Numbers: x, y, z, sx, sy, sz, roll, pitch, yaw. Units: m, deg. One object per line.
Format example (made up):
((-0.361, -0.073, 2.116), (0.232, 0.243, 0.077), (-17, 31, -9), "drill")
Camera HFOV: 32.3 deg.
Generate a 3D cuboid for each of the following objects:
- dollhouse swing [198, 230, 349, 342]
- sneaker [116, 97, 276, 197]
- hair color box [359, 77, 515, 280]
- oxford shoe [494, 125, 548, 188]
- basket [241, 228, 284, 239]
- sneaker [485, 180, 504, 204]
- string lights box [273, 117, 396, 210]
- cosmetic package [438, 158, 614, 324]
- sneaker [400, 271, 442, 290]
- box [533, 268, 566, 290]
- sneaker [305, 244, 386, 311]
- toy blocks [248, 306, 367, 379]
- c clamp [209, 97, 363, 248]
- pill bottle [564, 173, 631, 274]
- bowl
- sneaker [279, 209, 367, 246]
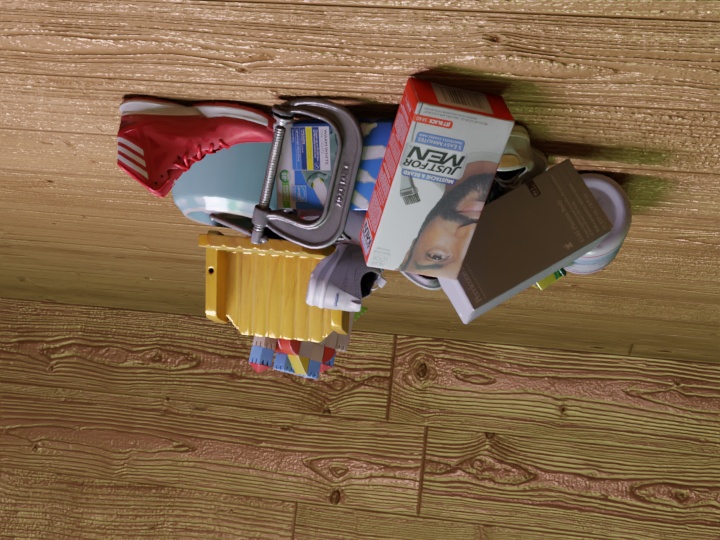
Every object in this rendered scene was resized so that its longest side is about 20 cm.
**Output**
((-0.123, 0.027, 1.704), (0.197, 0.184, 0.176), (5, -165, 8), "dollhouse swing")
((-0.197, -0.138, 1.493), (0.197, 0.117, 0.078), (5, 171, 11), "sneaker")
((0.079, -0.095, 1.337), (0.109, 0.202, 0.064), (8, -147, -15), "hair color box")
((0.183, -0.125, 1.499), (0.074, 0.059, 0.200), (0, 172, 15), "oxford shoe")
((-0.078, -0.044, 1.890), (0.197, 0.145, 0.149), (14, 172, -12), "basket")
((0.130, -0.115, 1.587), (0.079, 0.075, 0.200), (14, 171, 30), "sneaker")
((0.000, -0.124, 1.450), (0.197, 0.104, 0.059), (2, -169, 25), "string lights box")
((0.184, -0.034, 1.480), (0.199, 0.108, 0.090), (-30, 170, -12), "cosmetic package")
((0.052, -0.071, 1.522), (0.074, 0.202, 0.106), (-29, 172, -5), "sneaker")
((0.223, -0.035, 1.716), (0.048, 0.118, 0.200), (-34, -176, -2), "box")
((0.000, 0.000, 1.619), (0.081, 0.075, 0.200), (22, -142, 11), "sneaker")
((-0.087, 0.099, 1.881), (0.099, 0.139, 0.199), (4, 169, 45), "toy blocks")
((-0.083, -0.111, 1.441), (0.169, 0.202, 0.027), (27, -157, 17), "c clamp")
((0.302, -0.056, 1.672), (0.107, 0.110, 0.200), (5, 171, 7), "pill bottle")
((-0.171, -0.117, 1.646), (0.198, 0.107, 0.201), (6, 172, 1), "bowl")
((-0.040, -0.054, 1.564), (0.081, 0.078, 0.199), (-34, -156, -24), "sneaker")
